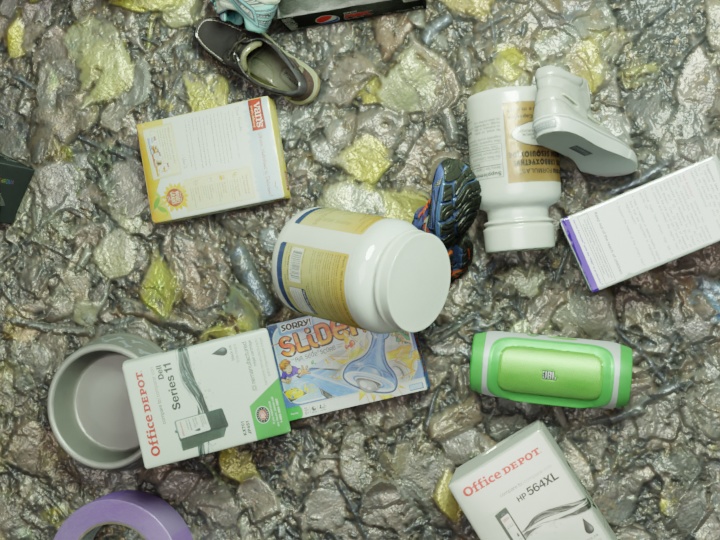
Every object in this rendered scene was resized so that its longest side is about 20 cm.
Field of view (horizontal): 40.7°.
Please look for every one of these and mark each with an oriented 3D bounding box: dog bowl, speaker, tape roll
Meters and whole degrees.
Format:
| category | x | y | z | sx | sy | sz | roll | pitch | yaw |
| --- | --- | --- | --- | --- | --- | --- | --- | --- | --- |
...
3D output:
| category | x | y | z | sx | sy | sz | roll | pitch | yaw |
| --- | --- | --- | --- | --- | --- | --- | --- | --- | --- |
| dog bowl | -0.353 | 0.190 | 1.380 | 0.199 | 0.059 | 0.201 | 0 | 89 | 12 |
| speaker | 0.243 | 0.127 | 1.245 | 0.199 | 0.088 | 0.089 | 5 | 91 | 11 |
| tape roll | -0.336 | 0.417 | 1.373 | 0.199 | 0.066 | 0.201 | 0 | 89 | 12 |

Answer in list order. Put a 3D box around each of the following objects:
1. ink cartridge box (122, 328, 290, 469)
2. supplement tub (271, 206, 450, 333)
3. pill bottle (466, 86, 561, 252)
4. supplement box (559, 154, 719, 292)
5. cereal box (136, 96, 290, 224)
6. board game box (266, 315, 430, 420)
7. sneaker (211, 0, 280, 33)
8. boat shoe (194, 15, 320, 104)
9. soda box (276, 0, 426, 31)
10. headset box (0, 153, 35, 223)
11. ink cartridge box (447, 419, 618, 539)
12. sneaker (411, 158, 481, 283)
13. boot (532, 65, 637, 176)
| category | x | y | z | sx | sy | sz | roll | pitch | yaw |
| --- | --- | --- | --- | --- | --- | --- | --- | --- | --- |
| ink cartridge box | -0.208 | 0.170 | 1.306 | 0.199 | 0.083 | 0.147 | -14 | 89 | -10 |
| supplement tub | 0.000 | 0.000 | 1.230 | 0.199 | 0.144 | 0.145 | 12 | 93 | 42 |
| pill bottle | 0.197 | -0.126 | 1.239 | 0.114 | 0.114 | 0.201 | -4 | 89 | 11 |
| supplement box | 0.361 | -0.056 | 1.212 | 0.199 | 0.101 | 0.104 | -24 | 85 | 11 |
| cereal box | -0.206 | -0.153 | 1.360 | 0.199 | 0.040 | 0.145 | -9 | 88 | 11 |
| board game box | -0.017 | 0.117 | 1.323 | 0.199 | 0.034 | 0.136 | -15 | 87 | 11 |
| sneaker | -0.185 | -0.384 | 1.318 | 0.200 | 0.077 | 0.087 | 40 | 124 | 38 |
| boat shoe | -0.147 | -0.295 | 1.335 | 0.200 | 0.065 | 0.072 | 35 | 98 | 10 |
| soda box | -0.014 | -0.379 | 1.310 | 0.199 | 0.063 | 0.071 | -7 | 89 | 11 |
| headset box | -0.588 | -0.145 | 1.371 | 0.199 | 0.174 | 0.093 | 25 | 94 | 9 |
| ink cartridge box | 0.225 | 0.317 | 1.248 | 0.146 | 0.084 | 0.200 | -34 | 84 | 10 |
| sneaker | 0.099 | -0.065 | 1.236 | 0.075 | 0.201 | 0.078 | -35 | 57 | -29 |
| boot | 0.281 | -0.185 | 1.199 | 0.073 | 0.200 | 0.096 | -10 | 71 | 39 |
